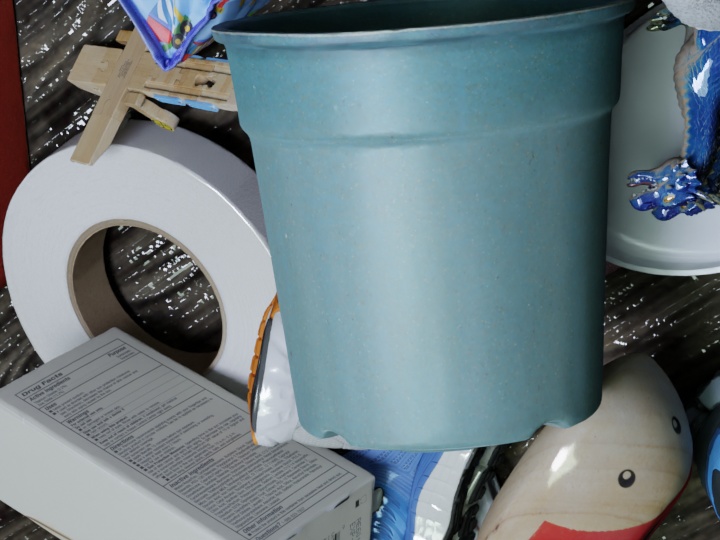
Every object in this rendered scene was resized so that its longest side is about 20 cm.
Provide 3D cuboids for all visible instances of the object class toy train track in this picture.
[{"bbox_3d":[-0.094,-0.097,1.249,0.032,0.115,0.200,31,170,-34],"label":"toy train track"}]

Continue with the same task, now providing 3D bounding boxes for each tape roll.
[{"bbox_3d":[-0.114,0.010,1.340,0.202,0.037,0.204,15,125,23],"label":"tape roll"}]

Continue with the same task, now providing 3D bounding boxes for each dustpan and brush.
[{"bbox_3d":[0.124,-0.042,1.192,0.199,0.057,0.140,-27,88,6],"label":"dustpan and brush"}]

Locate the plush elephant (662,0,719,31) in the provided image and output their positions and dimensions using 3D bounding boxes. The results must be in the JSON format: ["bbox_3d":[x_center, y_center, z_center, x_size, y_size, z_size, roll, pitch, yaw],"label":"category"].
[{"bbox_3d":[0.106,-0.209,1.026,0.165,0.200,0.155,47,146,-20],"label":"plush elephant"}]

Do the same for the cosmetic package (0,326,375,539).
[{"bbox_3d":[-0.100,0.117,1.278,0.200,0.103,0.073,27,129,33],"label":"cosmetic package"}]

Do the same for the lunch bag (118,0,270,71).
[{"bbox_3d":[-0.106,-0.221,1.175,0.200,0.151,0.094,47,123,-2],"label":"lunch bag"}]

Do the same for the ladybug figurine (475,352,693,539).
[{"bbox_3d":[0.120,0.120,1.225,0.072,0.136,0.200,40,155,11],"label":"ladybug figurine"}]

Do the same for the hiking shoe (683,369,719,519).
[{"bbox_3d":[0.235,0.055,1.171,0.074,0.087,0.200,12,131,-20],"label":"hiking shoe"}]

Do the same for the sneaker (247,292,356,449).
[{"bbox_3d":[0.000,0.000,1.241,0.092,0.076,0.201,11,95,-8],"label":"sneaker"}]

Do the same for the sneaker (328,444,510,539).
[{"bbox_3d":[0.018,0.130,1.309,0.089,0.078,0.201,31,116,21],"label":"sneaker"}]

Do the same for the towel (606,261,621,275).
[{"bbox_3d":[0.046,-0.029,1.270,0.200,0.023,0.144,-31,99,34],"label":"towel"}]

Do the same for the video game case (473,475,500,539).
[{"bbox_3d":[0.000,0.168,1.381,0.199,0.022,0.183,-12,107,29],"label":"video game case"}]

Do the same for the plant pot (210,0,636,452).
[{"bbox_3d":[0.036,-0.026,1.109,0.199,0.200,0.197,1,100,25],"label":"plant pot"}]

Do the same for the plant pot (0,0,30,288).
[{"bbox_3d":[-0.320,-0.065,1.332,0.199,0.176,0.201,7,116,21],"label":"plant pot"}]

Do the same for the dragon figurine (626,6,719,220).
[{"bbox_3d":[0.204,-0.101,1.122,0.199,0.059,0.100,-30,88,2],"label":"dragon figurine"}]
